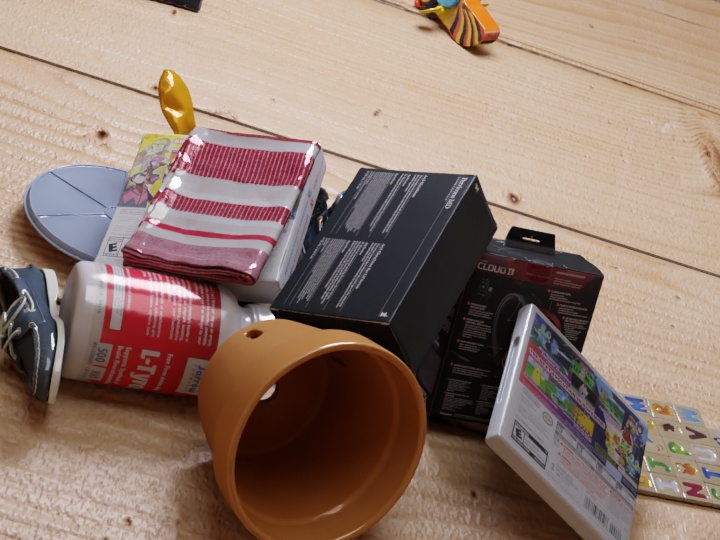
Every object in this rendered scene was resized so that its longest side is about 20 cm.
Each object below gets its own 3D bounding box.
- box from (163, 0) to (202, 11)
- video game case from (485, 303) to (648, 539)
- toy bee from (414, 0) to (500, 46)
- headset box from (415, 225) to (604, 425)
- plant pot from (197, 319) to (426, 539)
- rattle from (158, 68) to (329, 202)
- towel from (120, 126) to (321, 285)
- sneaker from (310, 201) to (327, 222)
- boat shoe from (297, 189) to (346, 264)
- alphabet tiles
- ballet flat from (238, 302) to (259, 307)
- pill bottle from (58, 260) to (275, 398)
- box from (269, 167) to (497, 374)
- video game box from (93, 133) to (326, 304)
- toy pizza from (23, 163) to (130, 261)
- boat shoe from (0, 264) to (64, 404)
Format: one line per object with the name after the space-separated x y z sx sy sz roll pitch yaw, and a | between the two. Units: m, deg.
-0.304 -0.478 2.397 0.197 0.124 0.201 13 32 -16 | box
0.207 0.160 1.694 0.200 0.023 0.183 45 40 -22 | video game case
0.136 -0.411 2.606 0.130 0.109 0.202 11 56 -31 | toy bee
0.153 0.055 1.771 0.147 0.202 0.075 10 15 -17 | headset box
-0.058 0.133 1.561 0.198 0.202 0.140 1 19 -31 | plant pot
-0.124 -0.139 1.856 0.129 0.144 0.199 10 -4 -42 | rattle
-0.135 -0.069 1.698 0.143 0.023 0.201 8 47 17 | towel
-0.099 -0.054 1.917 0.082 0.073 0.200 -4 4 23 | sneaker
-0.006 0.013 1.778 0.070 0.091 0.201 10 43 -42 | boat shoe
0.328 0.191 1.867 0.198 0.006 0.167 12 33 -15 | alphabet tiles
-0.088 0.060 1.757 0.198 0.057 0.067 23 28 -11 | ballet flat
-0.184 0.061 1.648 0.198 0.113 0.113 10 33 -18 | pill bottle
0.026 -0.003 1.668 0.140 0.079 0.201 4 48 36 | box
-0.151 -0.055 1.748 0.198 0.047 0.183 5 55 16 | video game box
-0.264 -0.048 1.845 0.198 0.032 0.201 16 31 -10 | toy pizza
-0.313 0.055 1.616 0.061 0.075 0.201 10 32 -21 | boat shoe
